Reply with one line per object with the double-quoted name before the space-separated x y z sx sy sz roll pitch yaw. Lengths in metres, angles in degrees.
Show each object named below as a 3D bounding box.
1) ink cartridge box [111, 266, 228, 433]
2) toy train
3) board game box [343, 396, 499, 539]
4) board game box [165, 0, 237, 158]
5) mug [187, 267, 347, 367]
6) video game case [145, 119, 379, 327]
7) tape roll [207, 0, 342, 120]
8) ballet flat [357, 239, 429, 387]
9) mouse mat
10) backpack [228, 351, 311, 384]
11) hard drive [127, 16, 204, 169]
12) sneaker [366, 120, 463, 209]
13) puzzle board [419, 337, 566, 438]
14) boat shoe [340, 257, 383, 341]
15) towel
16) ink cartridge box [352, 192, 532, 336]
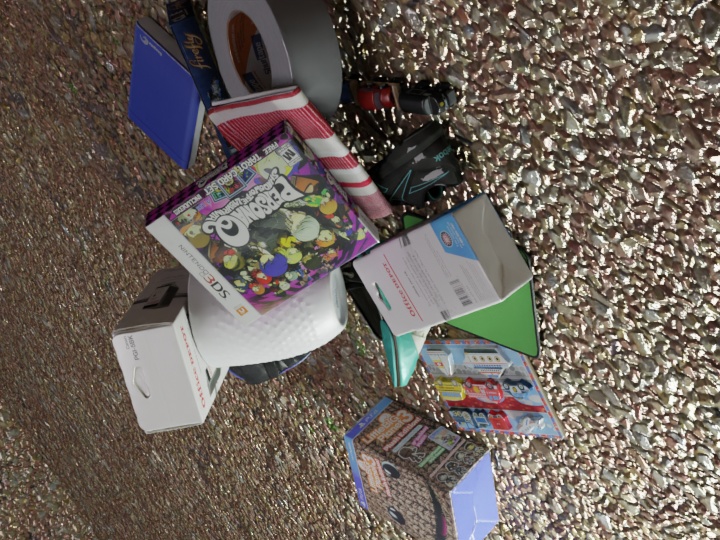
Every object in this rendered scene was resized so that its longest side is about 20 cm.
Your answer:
"ink cartridge box" -0.234 0.096 1.422 0.083 0.200 0.147 -9 111 10
"toy train" 0.022 -0.197 1.239 0.200 0.046 0.034 15 133 44
"board game box" 0.090 0.305 1.616 0.200 0.097 0.160 22 138 37
"board game box" -0.192 -0.240 1.410 0.136 0.035 0.200 -116 4 -64
"mug" -0.113 0.017 1.409 0.175 0.200 0.148 -7 162 11
"video game case" -0.110 -0.048 1.250 0.181 0.200 0.036 49 -163 -31
"tape roll" -0.101 -0.256 1.267 0.200 0.066 0.200 43 145 40
"ballet flat" 0.053 0.054 1.406 0.067 0.070 0.200 -125 19 -73
"mouse mat" 0.134 0.017 1.346 0.200 0.008 0.161 21 135 41
"backpack" -0.150 0.056 1.577 0.200 0.154 0.191 -27 97 20
"hard drive" -0.277 -0.250 1.578 0.132 0.025 0.200 43 147 13
"sneaker" 0.046 -0.099 1.283 0.079 0.075 0.200 51 149 -5
"puzzle board" 0.164 0.155 1.449 0.200 0.017 0.151 -6 118 53
"boat shoe" 0.000 0.000 1.449 0.071 0.064 0.200 -16 109 55
"towel" -0.069 -0.125 1.257 0.144 0.023 0.200 -4 139 40
"ink cartridge box" 0.092 -0.003 1.303 0.200 0.067 0.116 -23 99 52
